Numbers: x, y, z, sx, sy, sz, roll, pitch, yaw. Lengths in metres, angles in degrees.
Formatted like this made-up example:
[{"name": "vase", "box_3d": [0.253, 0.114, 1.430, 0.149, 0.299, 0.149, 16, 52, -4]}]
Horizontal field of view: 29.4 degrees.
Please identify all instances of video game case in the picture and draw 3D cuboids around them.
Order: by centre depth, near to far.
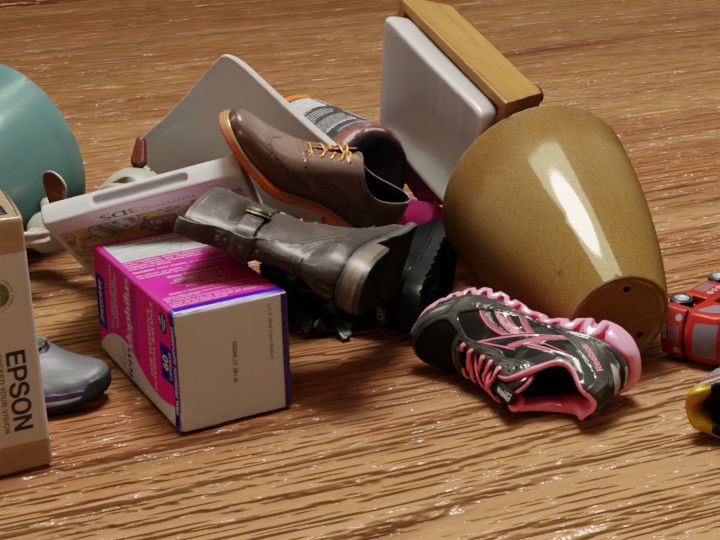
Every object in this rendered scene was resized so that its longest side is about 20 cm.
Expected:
[{"name": "video game case", "box_3d": [-0.176, -0.036, 1.267, 0.179, 0.023, 0.200, -14, -20, 3]}]

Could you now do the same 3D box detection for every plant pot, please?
[{"name": "plant pot", "box_3d": [0.188, -0.013, 1.209, 0.184, 0.188, 0.201, -7, 37, -13]}, {"name": "plant pot", "box_3d": [-0.414, -0.093, 1.433, 0.198, 0.203, 0.161, 9, 34, 29]}]

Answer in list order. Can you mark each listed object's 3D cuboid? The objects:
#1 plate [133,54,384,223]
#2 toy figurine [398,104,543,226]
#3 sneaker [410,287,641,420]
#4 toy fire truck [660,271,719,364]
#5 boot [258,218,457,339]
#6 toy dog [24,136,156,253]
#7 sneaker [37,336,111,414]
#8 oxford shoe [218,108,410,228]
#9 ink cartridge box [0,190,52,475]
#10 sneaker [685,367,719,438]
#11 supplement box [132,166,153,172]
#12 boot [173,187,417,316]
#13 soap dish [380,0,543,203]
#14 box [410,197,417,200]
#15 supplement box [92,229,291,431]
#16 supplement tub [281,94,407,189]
[{"name": "plate", "box_3d": [-0.096, -0.103, 1.315, 0.199, 0.199, 0.033, -34, 21, 47]}, {"name": "toy figurine", "box_3d": [0.110, -0.098, 1.441, 0.182, 0.202, 0.150, -23, -18, -20]}, {"name": "sneaker", "box_3d": [0.120, 0.074, 1.103, 0.198, 0.080, 0.095, 8, 34, 30]}, {"name": "toy fire truck", "box_3d": [0.368, 0.038, 1.194, 0.140, 0.049, 0.199, 16, 27, 40]}, {"name": "boot", "box_3d": [0.000, 0.001, 1.303, 0.160, 0.074, 0.199, 5, 25, 16]}, {"name": "toy dog", "box_3d": [-0.258, -0.074, 1.348, 0.197, 0.098, 0.132, -5, -5, 17]}, {"name": "sneaker", "box_3d": [-0.305, 0.066, 1.127, 0.197, 0.089, 0.075, 0, 20, 7]}, {"name": "oxford shoe", "box_3d": [-0.039, -0.094, 1.208, 0.199, 0.073, 0.072, 32, 30, -36]}, {"name": "ink cartridge box", "box_3d": [-0.318, 0.057, 0.991, 0.163, 0.203, 0.075, -12, 22, -24]}, {"name": "sneaker", "box_3d": [0.314, 0.115, 0.971, 0.081, 0.079, 0.199, -18, 15, -27]}, {"name": "supplement box", "box_3d": [-0.189, -0.093, 1.494, 0.124, 0.074, 0.200, -12, 23, 23]}, {"name": "boot", "box_3d": [-0.051, -0.032, 1.148, 0.172, 0.070, 0.200, 22, 13, 12]}, {"name": "soap dish", "box_3d": [0.096, -0.156, 1.340, 0.080, 0.159, 0.201, -18, 46, -21]}, {"name": "box", "box_3d": [-0.040, -0.062, 1.518, 0.136, 0.040, 0.199, -18, 25, -35]}, {"name": "supplement box", "box_3d": [-0.145, 0.043, 1.155, 0.102, 0.103, 0.200, -11, 21, -25]}, {"name": "supplement tub", "box_3d": [-0.046, -0.122, 1.430, 0.106, 0.108, 0.199, -15, 26, -32]}]
